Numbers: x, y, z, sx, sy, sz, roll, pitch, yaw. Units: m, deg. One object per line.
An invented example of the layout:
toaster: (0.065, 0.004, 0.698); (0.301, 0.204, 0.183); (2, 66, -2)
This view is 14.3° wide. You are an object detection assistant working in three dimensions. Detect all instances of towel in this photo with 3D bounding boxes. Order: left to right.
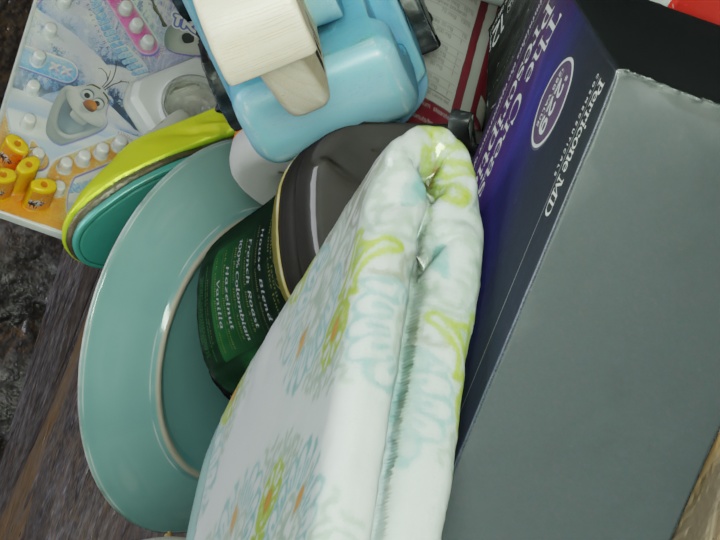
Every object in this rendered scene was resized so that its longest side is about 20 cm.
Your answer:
towel: (-0.014, 0.079, 0.895); (0.171, 0.048, 0.201); (126, 159, -51)

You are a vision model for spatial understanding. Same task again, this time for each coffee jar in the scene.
coffee jar: (0.000, 0.000, 1.200); (0.200, 0.104, 0.086); (138, 130, -70)

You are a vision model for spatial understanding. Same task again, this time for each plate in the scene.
plate: (-0.065, 0.035, 1.413); (0.200, 0.025, 0.201); (-25, -57, -48)

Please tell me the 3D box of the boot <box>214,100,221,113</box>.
boot: (0.008, -0.156, 1.426); (0.070, 0.199, 0.132); (19, -128, -85)

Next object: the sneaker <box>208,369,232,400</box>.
sneaker: (-0.019, -0.016, 1.372); (0.076, 0.087, 0.201); (122, 163, -52)

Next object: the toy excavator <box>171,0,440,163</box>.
toy excavator: (-0.024, -0.096, 1.134); (0.200, 0.099, 0.195); (-106, -7, -48)

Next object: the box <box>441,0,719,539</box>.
box: (0.066, 0.021, 0.912); (0.141, 0.079, 0.201); (-111, 40, -70)

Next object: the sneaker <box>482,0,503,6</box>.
sneaker: (0.090, -0.200, 1.163); (0.076, 0.080, 0.201); (-105, 36, -74)

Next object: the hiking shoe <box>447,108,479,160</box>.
hiking shoe: (0.013, 0.043, 1.040); (0.101, 0.075, 0.201); (35, -110, -59)

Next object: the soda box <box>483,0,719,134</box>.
soda box: (0.108, -0.126, 0.981); (0.071, 0.063, 0.200); (-84, 16, -49)

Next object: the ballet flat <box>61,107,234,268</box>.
ballet flat: (-0.065, -0.062, 1.471); (0.067, 0.199, 0.067); (-120, 8, -45)

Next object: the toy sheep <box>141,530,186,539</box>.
toy sheep: (-0.088, 0.190, 1.261); (0.200, 0.137, 0.138); (-110, 38, -55)

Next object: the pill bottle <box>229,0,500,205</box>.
pill bottle: (0.015, -0.122, 1.322); (0.110, 0.109, 0.201); (138, 150, -69)

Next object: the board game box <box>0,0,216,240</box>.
board game box: (-0.088, -0.088, 1.541); (0.026, 0.199, 0.201); (124, 162, -55)
